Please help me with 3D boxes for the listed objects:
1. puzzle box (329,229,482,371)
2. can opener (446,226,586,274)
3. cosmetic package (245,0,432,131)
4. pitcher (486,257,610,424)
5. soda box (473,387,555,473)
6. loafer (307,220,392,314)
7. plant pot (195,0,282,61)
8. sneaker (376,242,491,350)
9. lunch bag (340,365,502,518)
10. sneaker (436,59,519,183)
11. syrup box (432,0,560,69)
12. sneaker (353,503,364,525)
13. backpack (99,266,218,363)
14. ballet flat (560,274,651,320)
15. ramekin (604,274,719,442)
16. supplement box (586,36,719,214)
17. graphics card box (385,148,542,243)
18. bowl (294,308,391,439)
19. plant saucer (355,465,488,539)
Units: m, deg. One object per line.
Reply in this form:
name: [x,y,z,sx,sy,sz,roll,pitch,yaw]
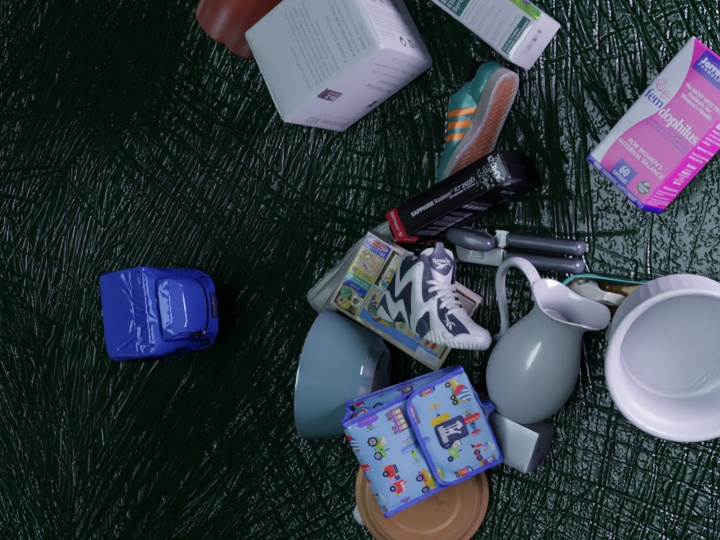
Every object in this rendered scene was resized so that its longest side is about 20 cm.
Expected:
puzzle box: [0.067,0.045,1.463,0.199,0.025,0.134,31,107,8]
can opener: [0.220,-0.027,1.382,0.199,0.066,0.053,8,103,27]
cosmetic package: [-0.032,-0.338,1.476,0.199,0.164,0.166,-33,74,29]
pitcher: [0.230,0.096,1.325,0.172,0.121,0.201,45,134,31]
soda box: [0.176,0.218,1.407,0.199,0.068,0.064,23,103,30]
loafer: [0.000,0.000,1.522,0.070,0.070,0.200,46,113,4]
plant pot: [-0.157,-0.457,1.550,0.201,0.200,0.196,51,123,21]
sneaker: [0.115,0.030,1.367,0.199,0.079,0.131,23,101,51]
lunch bag: [0.095,0.226,1.348,0.199,0.094,0.151,-24,100,8]
sneaker: [0.157,-0.213,1.421,0.080,0.071,0.201,41,112,39]
syrup box: [0.181,-0.381,1.390,0.200,0.081,0.079,44,111,22]
sneaker: [0.036,0.297,1.502,0.099,0.078,0.201,33,99,34]
backpack: [-0.321,0.075,1.645,0.167,0.200,0.164,-3,86,22]
ballet flat: [0.354,0.044,1.292,0.199,0.070,0.068,7,94,32]
ramekin: [0.404,0.102,1.208,0.199,0.098,0.202,3,110,10]
supplement box: [0.403,-0.182,1.241,0.101,0.103,0.200,48,112,23]
graphics card box: [0.148,-0.102,1.388,0.199,0.125,0.051,-28,75,30]
bowl: [-0.017,0.165,1.470,0.104,0.201,0.203,8,95,17]
plant saucer: [0.091,0.329,1.431,0.198,0.032,0.202,1,98,3]
